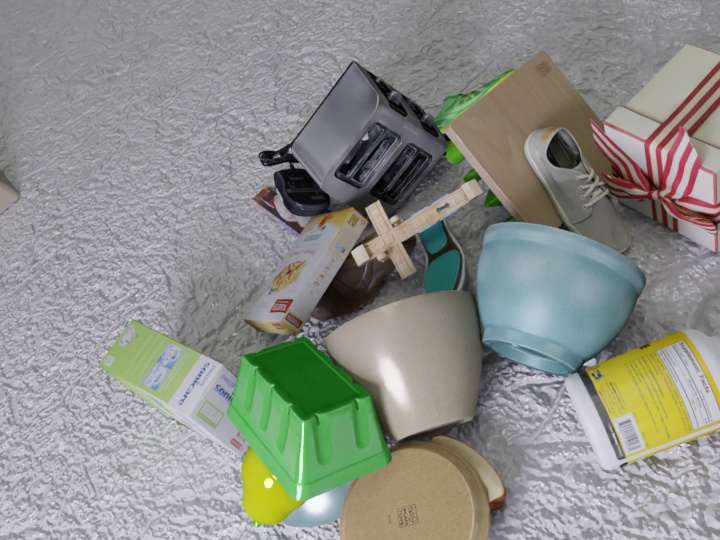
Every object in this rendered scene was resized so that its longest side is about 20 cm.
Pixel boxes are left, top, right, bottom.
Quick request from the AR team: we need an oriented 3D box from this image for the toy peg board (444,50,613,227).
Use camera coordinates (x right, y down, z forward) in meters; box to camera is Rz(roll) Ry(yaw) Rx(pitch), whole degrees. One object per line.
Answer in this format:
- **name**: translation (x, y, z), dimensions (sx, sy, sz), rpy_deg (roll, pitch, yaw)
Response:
- **toy peg board**: translation (0.234, -0.164, 1.086), dimensions (0.199, 0.098, 0.200), rpy_deg (-40, 92, -21)

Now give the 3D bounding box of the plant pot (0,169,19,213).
- **plant pot**: translation (-0.895, -0.187, 1.641), dimensions (0.200, 0.177, 0.200), rpy_deg (-45, 49, -9)

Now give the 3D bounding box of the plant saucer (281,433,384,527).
- **plant saucer**: translation (-0.067, 0.235, 1.019), dimensions (0.200, 0.039, 0.202), rpy_deg (-14, 51, 18)

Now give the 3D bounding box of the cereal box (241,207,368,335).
- **cereal box**: translation (-0.082, 0.002, 1.122), dimensions (0.200, 0.040, 0.144), rpy_deg (-58, 23, -20)

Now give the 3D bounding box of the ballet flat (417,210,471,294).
- **ballet flat**: translation (0.124, -0.008, 1.071), dimensions (0.069, 0.070, 0.200), rpy_deg (-20, 39, 12)

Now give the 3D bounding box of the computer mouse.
- **computer mouse**: translation (-0.079, -0.139, 1.269), dimensions (0.140, 0.046, 0.200), rpy_deg (-7, 37, -25)

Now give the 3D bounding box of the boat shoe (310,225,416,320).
- **boat shoe**: translation (0.000, 0.000, 1.147), dimensions (0.200, 0.071, 0.065), rpy_deg (-37, 13, 8)

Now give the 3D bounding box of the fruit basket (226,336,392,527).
- **fruit basket**: translation (-0.075, 0.213, 0.937), dimensions (0.155, 0.216, 0.216), rpy_deg (-16, 42, -29)

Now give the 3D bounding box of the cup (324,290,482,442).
- **cup**: translation (0.069, 0.129, 0.949), dimensions (0.200, 0.200, 0.144), rpy_deg (-21, 72, 11)

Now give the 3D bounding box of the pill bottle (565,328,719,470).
- **pill bottle**: translation (0.339, 0.134, 0.845), dimensions (0.199, 0.113, 0.113), rpy_deg (-23, 50, 8)

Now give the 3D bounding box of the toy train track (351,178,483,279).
- **toy train track**: translation (0.075, -0.065, 1.049), dimensions (0.200, 0.033, 0.115), rpy_deg (-30, 80, 11)

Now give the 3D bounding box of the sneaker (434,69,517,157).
- **sneaker**: translation (0.178, -0.268, 1.239), dimensions (0.200, 0.074, 0.084), rpy_deg (-35, 53, 0)

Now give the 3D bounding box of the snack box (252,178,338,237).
- **snack box**: translation (-0.099, -0.098, 1.285), dimensions (0.072, 0.024, 0.200), rpy_deg (-45, 50, -11)

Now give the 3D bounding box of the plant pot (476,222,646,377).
- **plant pot**: translation (0.224, 0.046, 0.923), dimensions (0.200, 0.200, 0.135), rpy_deg (13, 76, 33)

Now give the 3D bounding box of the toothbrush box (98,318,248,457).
- **toothbrush box**: translation (-0.248, 0.166, 1.088), dimensions (0.199, 0.146, 0.086), rpy_deg (18, 65, 34)

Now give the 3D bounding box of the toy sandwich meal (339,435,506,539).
- **toy sandwich meal**: translation (0.071, 0.290, 0.898), dimensions (0.204, 0.070, 0.206), rpy_deg (-13, 56, 20)

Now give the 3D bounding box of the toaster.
- **toaster**: translation (0.007, -0.190, 1.176), dimensions (0.200, 0.181, 0.119), rpy_deg (-50, 49, 16)

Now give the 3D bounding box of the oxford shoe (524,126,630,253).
- **oxford shoe**: translation (0.291, -0.105, 1.009), dimensions (0.075, 0.200, 0.058), rpy_deg (-37, 3, -24)

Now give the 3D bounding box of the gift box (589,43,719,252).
- **gift box**: translation (0.415, -0.160, 0.969), dimensions (0.187, 0.200, 0.184), rpy_deg (-45, 45, -8)
